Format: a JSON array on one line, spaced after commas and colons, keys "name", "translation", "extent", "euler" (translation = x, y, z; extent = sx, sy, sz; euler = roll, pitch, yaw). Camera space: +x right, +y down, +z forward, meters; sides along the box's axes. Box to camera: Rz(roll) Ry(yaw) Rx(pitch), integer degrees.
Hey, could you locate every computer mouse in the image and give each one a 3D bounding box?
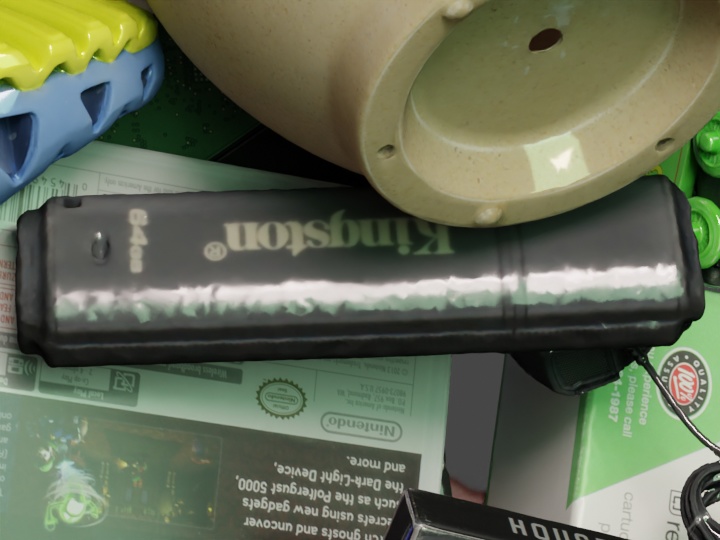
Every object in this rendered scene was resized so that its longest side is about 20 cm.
[{"name": "computer mouse", "translation": [0.086, 0.035, 0.865], "extent": [0.058, 0.034, 0.200], "euler": [-32, 67, -19]}]

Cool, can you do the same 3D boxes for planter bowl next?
[{"name": "planter bowl", "translation": [0.032, -0.099, 0.810], "extent": [0.199, 0.201, 0.135], "euler": [-8, 52, -21]}]

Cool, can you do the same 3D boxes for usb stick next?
[{"name": "usb stick", "translation": [0.000, 0.000, 0.843], "extent": [0.199, 0.033, 0.056], "euler": [-2, 62, -3]}]

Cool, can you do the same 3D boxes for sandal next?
[{"name": "sandal", "translation": [-0.138, -0.026, 0.811], "extent": [0.200, 0.079, 0.087], "euler": [-26, 125, -33]}]

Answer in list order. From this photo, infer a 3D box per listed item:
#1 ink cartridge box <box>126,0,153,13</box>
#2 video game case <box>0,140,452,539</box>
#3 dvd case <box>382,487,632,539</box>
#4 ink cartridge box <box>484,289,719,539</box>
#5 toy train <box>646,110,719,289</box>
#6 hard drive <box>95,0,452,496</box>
[{"name": "ink cartridge box", "translation": [-0.116, -0.172, 0.885], "extent": [0.115, 0.068, 0.201], "euler": [-18, 75, -22]}, {"name": "video game case", "translation": [-0.070, 0.054, 0.868], "extent": [0.199, 0.023, 0.183], "euler": [10, 77, -19]}, {"name": "dvd case", "translation": [0.048, 0.167, 0.866], "extent": [0.150, 0.025, 0.201], "euler": [14, 116, -17]}, {"name": "ink cartridge box", "translation": [0.145, 0.092, 0.945], "extent": [0.199, 0.084, 0.147], "euler": [12, 76, -17]}, {"name": "toy train", "translation": [0.120, -0.093, 0.889], "extent": [0.042, 0.056, 0.201], "euler": [-4, 113, -39]}, {"name": "hard drive", "translation": [-0.048, 0.008, 0.915], "extent": [0.139, 0.038, 0.201], "euler": [-4, 83, -21]}]
